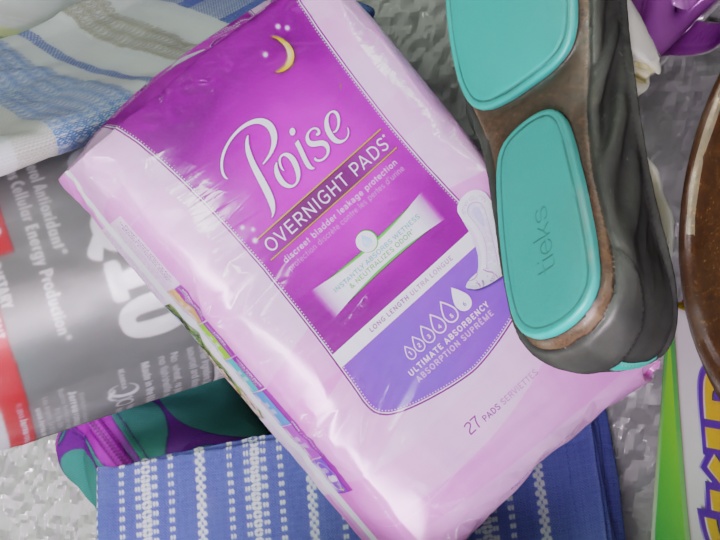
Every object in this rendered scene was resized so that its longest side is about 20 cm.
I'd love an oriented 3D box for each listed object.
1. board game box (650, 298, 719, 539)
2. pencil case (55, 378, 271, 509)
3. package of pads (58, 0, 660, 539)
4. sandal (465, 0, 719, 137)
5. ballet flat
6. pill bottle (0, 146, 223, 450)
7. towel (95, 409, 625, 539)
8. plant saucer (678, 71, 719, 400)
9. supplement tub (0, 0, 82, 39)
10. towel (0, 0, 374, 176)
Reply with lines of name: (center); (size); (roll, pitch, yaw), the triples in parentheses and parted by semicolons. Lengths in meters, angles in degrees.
board game box: (0.154, 0.073, 0.899); (0.200, 0.030, 0.096); (-155, 65, -62)
pencil case: (-0.049, 0.120, 1.070); (0.085, 0.092, 0.200); (-49, 51, 19)
package of pads: (0.000, 0.000, 0.964); (0.120, 0.200, 0.076); (-41, 5, -15)
sandal: (0.116, -0.107, 0.998); (0.203, 0.082, 0.050); (-54, 39, 32)
ballet flat: (0.072, -0.053, 0.937); (0.068, 0.068, 0.201); (-25, 59, 38)
pill bottle: (-0.069, -0.013, 1.048); (0.199, 0.114, 0.114); (-18, 59, -9)
towel: (0.002, 0.121, 0.998); (0.199, 0.024, 0.145); (-10, 59, 6)
plant saucer: (0.161, -0.025, 0.848); (0.200, 0.034, 0.201); (-30, 55, 53)
supplement tub: (-0.169, -0.052, 1.184); (0.145, 0.145, 0.201); (4, 81, 41)
towel: (-0.112, -0.078, 1.054); (0.147, 0.199, 0.024); (21, 130, 58)
